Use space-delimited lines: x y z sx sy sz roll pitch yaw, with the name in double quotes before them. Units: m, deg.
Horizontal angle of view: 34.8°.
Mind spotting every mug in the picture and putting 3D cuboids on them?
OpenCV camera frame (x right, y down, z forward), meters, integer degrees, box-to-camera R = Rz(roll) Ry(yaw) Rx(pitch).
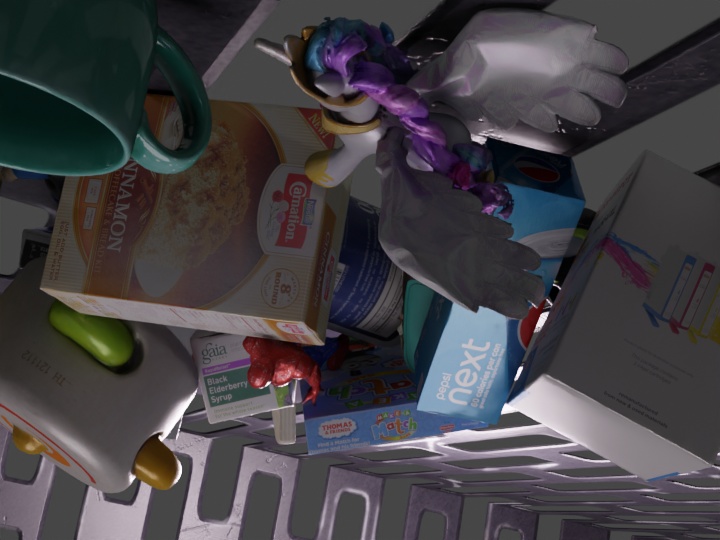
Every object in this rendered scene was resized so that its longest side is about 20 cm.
"mug" -0.181 -0.129 0.645 0.150 0.116 0.185 3 163 24

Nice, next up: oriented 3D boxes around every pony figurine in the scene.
"pony figurine" 0.038 -0.072 0.667 0.191 0.169 0.200 22 173 8

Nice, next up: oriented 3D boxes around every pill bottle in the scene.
"pill bottle" 0.000 0.000 0.981 0.198 0.113 0.110 21 162 -32

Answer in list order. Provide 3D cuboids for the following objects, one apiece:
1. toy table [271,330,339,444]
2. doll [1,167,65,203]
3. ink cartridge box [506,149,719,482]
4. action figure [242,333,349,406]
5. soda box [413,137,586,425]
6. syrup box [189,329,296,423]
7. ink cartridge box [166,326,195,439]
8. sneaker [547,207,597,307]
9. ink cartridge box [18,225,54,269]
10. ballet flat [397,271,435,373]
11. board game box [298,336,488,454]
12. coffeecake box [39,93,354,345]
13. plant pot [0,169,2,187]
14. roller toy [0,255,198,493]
"toy table" -0.089 0.088 1.269 0.197 0.187 0.117 -12 -176 -14
"doll" -0.240 -0.076 0.991 0.134 0.049 0.200 11 165 -5
"ink cartridge box" 0.208 0.025 0.810 0.124 0.202 0.129 27 164 3
"action figure" -0.054 0.070 0.907 0.065 0.052 0.200 29 -176 9
"soda box" 0.096 0.012 0.834 0.067 0.065 0.202 12 123 -8
"syrup box" -0.106 0.078 1.093 0.077 0.083 0.200 -13 -173 0
"ink cartridge box" -0.259 0.076 1.250 0.142 0.148 0.200 13 -175 -17
"sneaker" 0.180 0.014 0.963 0.071 0.084 0.200 2 162 29
"ink cartridge box" -0.219 -0.003 1.127 0.195 0.044 0.200 14 -176 -6
"ballet flat" 0.068 -0.007 0.906 0.075 0.064 0.203 24 126 22
"board game box" 0.020 0.098 1.014 0.149 0.037 0.200 -8 -165 -4
"coffeecake box" -0.113 -0.040 0.836 0.196 0.156 0.073 6 166 13
"plant pot" -0.411 -0.053 0.947 0.196 0.199 0.195 0 164 1
"roller toy" -0.242 0.095 0.973 0.181 0.141 0.201 17 152 39
